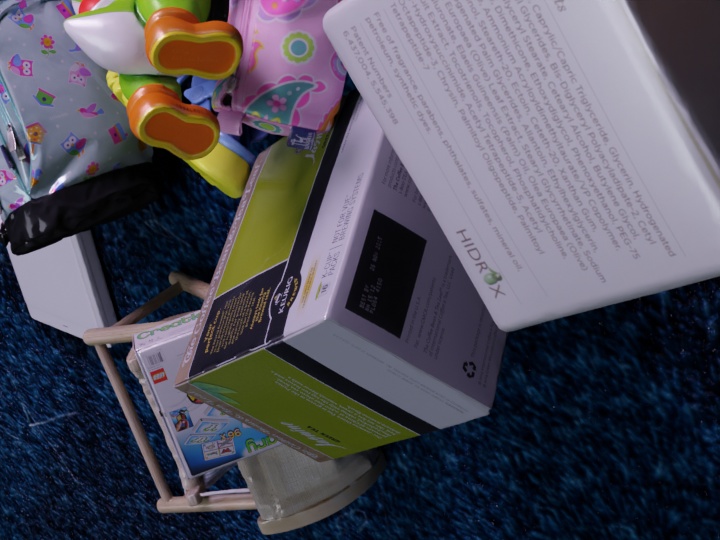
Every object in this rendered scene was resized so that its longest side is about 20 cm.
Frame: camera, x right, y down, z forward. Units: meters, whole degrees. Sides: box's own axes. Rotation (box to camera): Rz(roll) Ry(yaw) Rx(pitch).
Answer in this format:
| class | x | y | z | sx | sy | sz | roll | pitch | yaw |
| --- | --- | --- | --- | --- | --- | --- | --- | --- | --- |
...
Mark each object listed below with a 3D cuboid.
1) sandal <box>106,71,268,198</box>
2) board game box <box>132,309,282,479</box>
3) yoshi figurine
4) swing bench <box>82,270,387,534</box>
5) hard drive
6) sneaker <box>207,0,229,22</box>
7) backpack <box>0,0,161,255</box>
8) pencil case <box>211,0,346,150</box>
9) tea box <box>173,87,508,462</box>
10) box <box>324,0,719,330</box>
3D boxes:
| class | x | y | z | sx | sy | sz | roll | pitch | yaw |
| --- | --- | --- | --- | --- | --- | --- | --- | --- | --- |
| sandal | -0.127 | -0.132 | 1.039 | 0.200 | 0.087 | 0.079 | 38 | 177 | 41 |
| board game box | -0.067 | 0.076 | 1.059 | 0.035 | 0.200 | 0.127 | -121 | 12 | -64 |
| yoshi figurine | -0.121 | -0.157 | 0.839 | 0.200 | 0.112 | 0.112 | 57 | 177 | 45 |
| swing bench | -0.108 | 0.115 | 1.170 | 0.200 | 0.130 | 0.199 | 3 | 121 | 43 |
| hard drive | -0.316 | -0.024 | 1.346 | 0.132 | 0.026 | 0.200 | 17 | 131 | 35 |
| sneaker | -0.125 | -0.193 | 0.980 | 0.200 | 0.121 | 0.084 | 23 | 99 | -14 |
| backpack | -0.262 | -0.131 | 1.118 | 0.126 | 0.167 | 0.200 | -20 | 93 | 44 |
| pencil case | -0.043 | -0.183 | 0.842 | 0.087 | 0.087 | 0.201 | 19 | 104 | 34 |
| tea box | 0.000 | 0.000 | 0.886 | 0.133 | 0.200 | 0.197 | 31 | 149 | -25 |
| box | 0.133 | -0.112 | 0.678 | 0.171 | 0.199 | 0.200 | -19 | 106 | 49 |
